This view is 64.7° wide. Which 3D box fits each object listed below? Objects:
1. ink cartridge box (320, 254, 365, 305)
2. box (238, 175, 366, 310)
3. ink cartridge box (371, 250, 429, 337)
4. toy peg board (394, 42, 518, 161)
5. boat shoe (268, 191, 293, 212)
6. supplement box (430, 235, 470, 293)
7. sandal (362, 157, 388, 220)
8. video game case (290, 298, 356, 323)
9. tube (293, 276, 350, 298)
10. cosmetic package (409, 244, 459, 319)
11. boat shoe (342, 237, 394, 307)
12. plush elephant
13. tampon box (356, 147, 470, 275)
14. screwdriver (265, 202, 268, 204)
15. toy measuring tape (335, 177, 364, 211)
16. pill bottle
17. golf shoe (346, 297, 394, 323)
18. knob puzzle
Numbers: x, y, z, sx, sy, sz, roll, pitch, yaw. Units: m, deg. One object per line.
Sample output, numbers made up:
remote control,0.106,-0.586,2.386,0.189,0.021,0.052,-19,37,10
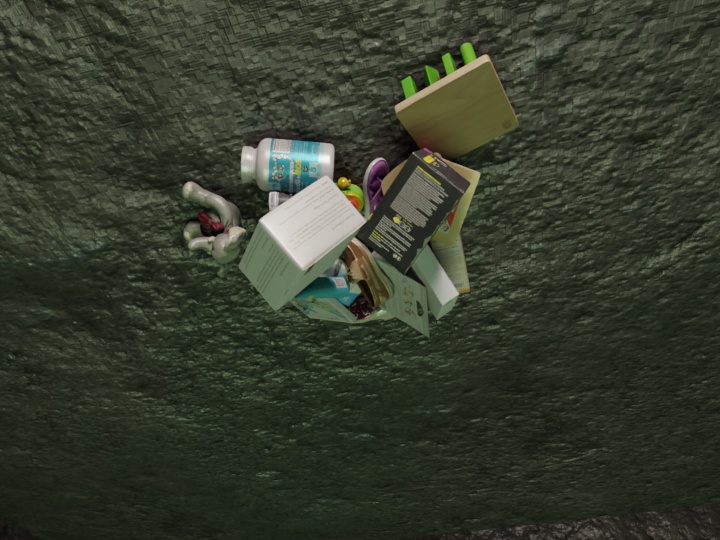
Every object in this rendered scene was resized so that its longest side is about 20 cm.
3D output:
ink cartridge box,-0.080,-0.008,1.435,0.197,0.068,0.116,30,133,-14
box,-0.123,-0.054,1.174,0.131,0.199,0.199,48,144,4
ink cartridge box,0.108,0.053,1.395,0.172,0.044,0.202,30,149,30
toy peg board,0.190,-0.340,1.149,0.197,0.100,0.199,-23,146,22
boat shoe,-0.170,-0.131,1.286,0.064,0.072,0.200,-1,166,-6
supplement box,0.213,-0.054,1.385,0.072,0.128,0.202,-10,133,11
sandal,0.046,-0.169,1.301,0.049,0.082,0.205,33,147,25
video game case,-0.130,0.078,1.508,0.180,0.022,0.200,2,148,42
tube,-0.104,0.040,1.320,0.198,0.077,0.051,1,114,-51
cosmetic package,0.163,0.024,1.326,0.051,0.152,0.200,-32,167,-4
boat shoe,0.000,0.000,1.356,0.201,0.072,0.076,51,156,-2
plush elephant,-0.335,-0.080,1.325,0.195,0.157,0.166,13,133,-13
tampon box,0.109,-0.124,1.141,0.125,0.150,0.202,37,111,3
screwdriver,-0.136,-0.126,1.376,0.196,0.030,0.028,16,132,-18
toy measuring tape,-0.020,-0.137,1.342,0.072,0.075,0.203,-6,136,5
pill bottle,-0.155,-0.223,1.224,0.194,0.112,0.112,3,135,-4
golf shoe,0.046,0.115,1.583,0.196,0.077,0.092,-19,135,18
knob puzzle,0.140,-0.165,1.240,0.214,0.031,0.224,8,120,13
